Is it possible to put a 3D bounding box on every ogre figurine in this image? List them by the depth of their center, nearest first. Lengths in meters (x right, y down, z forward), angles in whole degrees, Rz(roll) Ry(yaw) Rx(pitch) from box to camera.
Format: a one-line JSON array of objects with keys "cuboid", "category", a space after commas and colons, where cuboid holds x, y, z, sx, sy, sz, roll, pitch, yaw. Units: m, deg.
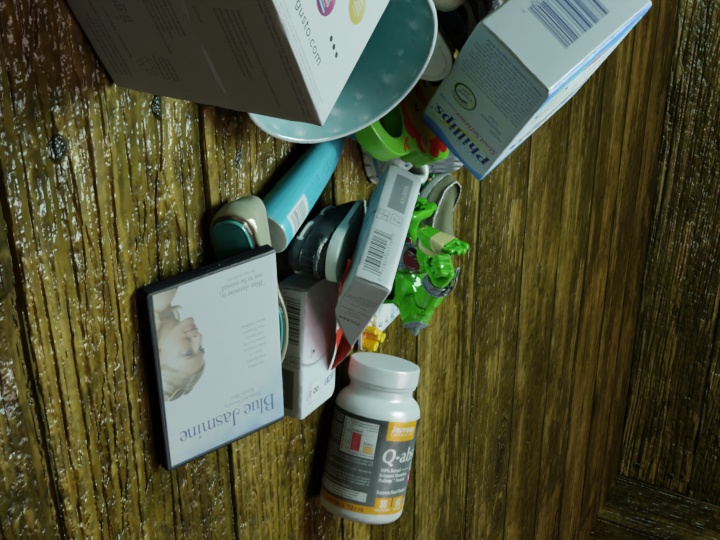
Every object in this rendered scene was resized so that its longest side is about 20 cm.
[{"cuboid": [0.065, -0.010, 1.264, 0.097, 0.200, 0.122, -4, 126, -35], "category": "ogre figurine"}]

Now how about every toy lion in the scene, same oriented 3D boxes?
[{"cuboid": [0.043, -0.195, 1.170, 0.193, 0.068, 0.201, 59, 37, -27], "category": "toy lion"}]

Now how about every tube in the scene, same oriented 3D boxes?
[{"cuboid": [-0.056, -0.101, 1.123, 0.201, 0.050, 0.078, -57, 177, -41], "category": "tube"}]

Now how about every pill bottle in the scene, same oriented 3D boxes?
[{"cuboid": [0.016, 0.218, 1.353, 0.116, 0.115, 0.204, -6, 108, -64], "category": "pill bottle"}]

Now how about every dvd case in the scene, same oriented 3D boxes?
[{"cuboid": [-0.140, 0.086, 1.005, 0.141, 0.017, 0.203, -21, 125, -33], "category": "dvd case"}]

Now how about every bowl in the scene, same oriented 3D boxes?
[{"cuboid": [-0.037, -0.231, 0.975, 0.198, 0.106, 0.202, -21, 148, -14], "category": "bowl"}]

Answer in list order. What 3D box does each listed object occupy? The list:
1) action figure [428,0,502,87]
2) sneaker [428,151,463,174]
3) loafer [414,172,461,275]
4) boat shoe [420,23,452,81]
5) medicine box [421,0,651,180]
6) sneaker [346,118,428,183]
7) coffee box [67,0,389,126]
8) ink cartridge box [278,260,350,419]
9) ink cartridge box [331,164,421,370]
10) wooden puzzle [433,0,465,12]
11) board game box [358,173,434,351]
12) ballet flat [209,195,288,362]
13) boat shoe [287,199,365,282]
[{"cuboid": [0.125, -0.291, 1.184, 0.070, 0.129, 0.201, 54, 40, -15], "category": "action figure"}, {"cuboid": [0.105, -0.215, 1.371, 0.202, 0.073, 0.083, 79, 9, -46], "category": "sneaker"}, {"cuboid": [0.101, -0.038, 1.393, 0.203, 0.069, 0.075, -68, 155, -19], "category": "loafer"}, {"cuboid": [0.021, -0.278, 1.057, 0.072, 0.201, 0.061, -45, -172, 42], "category": "boat shoe"}, {"cuboid": [0.183, -0.223, 1.105, 0.182, 0.103, 0.200, -41, 174, -24], "category": "medicine box"}, {"cuboid": [0.036, -0.168, 1.241, 0.076, 0.085, 0.200, -66, 152, -16], "category": "sneaker"}, {"cuboid": [-0.098, -0.262, 0.770, 0.200, 0.197, 0.201, -63, 152, -28], "category": "coffee box"}, {"cuboid": [-0.036, 0.064, 1.248, 0.199, 0.056, 0.166, -29, 127, -53], "category": "ink cartridge box"}, {"cuboid": [0.000, 0.000, 1.183, 0.201, 0.047, 0.162, 125, -15, -53], "category": "ink cartridge box"}, {"cuboid": [0.060, -0.366, 1.116, 0.046, 0.185, 0.200, -43, -176, 39], "category": "wooden puzzle"}, {"cuboid": [0.051, -0.018, 1.413, 0.200, 0.025, 0.204, -41, 138, -54], "category": "board game box"}, {"cuboid": [-0.108, 0.014, 1.057, 0.070, 0.068, 0.203, -47, 141, -47], "category": "ballet flat"}, {"cuboid": [-0.034, -0.042, 1.178, 0.200, 0.059, 0.077, -51, 150, -75], "category": "boat shoe"}]
